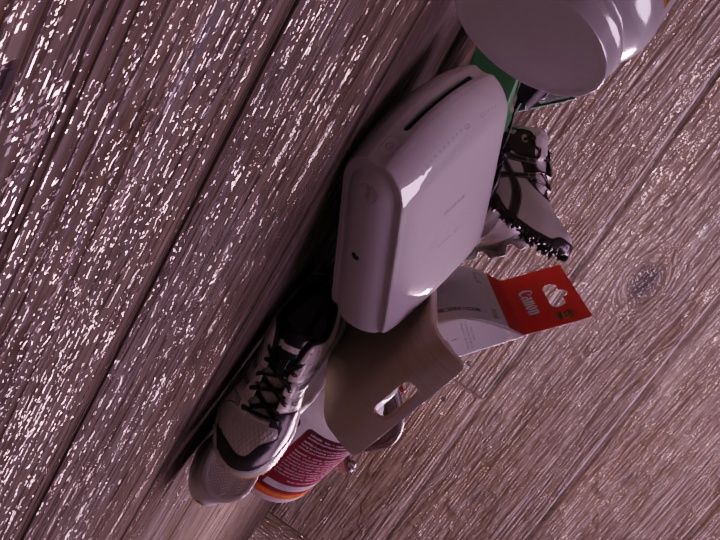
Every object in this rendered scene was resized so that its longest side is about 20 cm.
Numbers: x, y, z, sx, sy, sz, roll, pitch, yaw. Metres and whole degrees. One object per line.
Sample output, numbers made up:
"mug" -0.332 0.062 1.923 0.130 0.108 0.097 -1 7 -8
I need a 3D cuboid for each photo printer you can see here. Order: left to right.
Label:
"photo printer" 0.050 -0.065 1.109 0.166 0.069 0.201 -42 153 -36

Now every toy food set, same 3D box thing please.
"toy food set" 0.038 0.059 1.234 0.143 0.060 0.200 -42 -156 27

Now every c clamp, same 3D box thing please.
"c clamp" -0.024 0.125 1.452 0.027 0.201 0.170 -11 180 -44

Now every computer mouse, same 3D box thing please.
"computer mouse" 0.154 -0.142 1.249 0.201 0.034 0.059 -67 173 21

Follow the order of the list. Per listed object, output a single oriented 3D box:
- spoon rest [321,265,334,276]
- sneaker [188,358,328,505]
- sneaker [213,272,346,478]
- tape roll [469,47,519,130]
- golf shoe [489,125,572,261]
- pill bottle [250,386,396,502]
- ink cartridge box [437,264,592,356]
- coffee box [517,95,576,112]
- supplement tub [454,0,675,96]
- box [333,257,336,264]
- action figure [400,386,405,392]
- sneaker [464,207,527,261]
"spoon rest" 0.000 0.000 1.381 0.200 0.060 0.099 -55 175 -29
"sneaker" -0.103 0.139 1.298 0.200 0.074 0.116 -55 -173 -23
"sneaker" -0.075 0.086 1.196 0.088 0.075 0.201 101 13 -64
"tape roll" 0.153 -0.228 1.274 0.200 0.048 0.201 24 90 -83
"golf shoe" 0.159 -0.095 1.328 0.094 0.200 0.078 -43 145 7
"pill bottle" -0.048 0.148 1.388 0.200 0.113 0.113 -45 -177 39
"ink cartridge box" 0.117 0.029 1.365 0.199 0.057 0.163 -21 -160 3
"coffee box" 0.205 -0.220 1.449 0.123 0.044 0.200 -39 -165 -21
"supplement tub" 0.168 -0.236 0.943 0.200 0.144 0.144 -54 175 -19
"box" 0.041 -0.085 1.269 0.143 0.036 0.200 -66 171 19
"action figure" 0.019 0.122 1.489 0.200 0.052 0.065 -30 167 30
"sneaker" 0.082 -0.050 1.454 0.199 0.089 0.074 -17 -143 21
